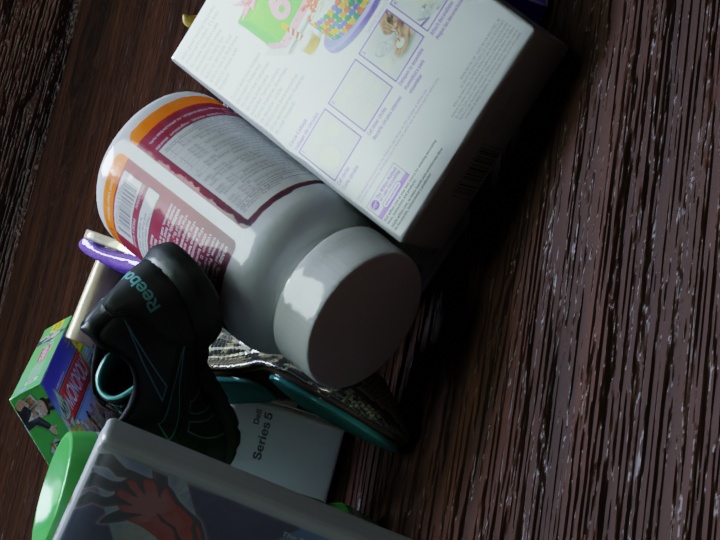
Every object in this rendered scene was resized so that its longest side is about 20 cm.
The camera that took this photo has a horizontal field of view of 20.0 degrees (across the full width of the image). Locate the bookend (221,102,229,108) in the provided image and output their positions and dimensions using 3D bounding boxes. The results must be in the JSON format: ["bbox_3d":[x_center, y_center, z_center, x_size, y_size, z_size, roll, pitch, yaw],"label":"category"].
[{"bbox_3d":[-0.064,-0.061,1.559,0.199,0.091,0.202,-131,59,-71],"label":"bookend"}]

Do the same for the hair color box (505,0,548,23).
[{"bbox_3d":[0.068,-0.203,1.320,0.201,0.064,0.110,-87,21,-46],"label":"hair color box"}]

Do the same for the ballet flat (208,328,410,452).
[{"bbox_3d":[-0.044,0.056,1.278,0.199,0.068,0.076,10,70,38],"label":"ballet flat"}]

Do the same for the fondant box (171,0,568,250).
[{"bbox_3d":[0.003,-0.128,1.205,0.145,0.200,0.058,-57,-24,12],"label":"fondant box"}]

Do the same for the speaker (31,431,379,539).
[{"bbox_3d":[-0.089,0.158,1.207,0.088,0.198,0.089,-162,90,-74],"label":"speaker"}]

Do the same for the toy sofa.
[{"bbox_3d":[-0.132,0.040,1.507,0.199,0.097,0.084,17,84,39],"label":"toy sofa"}]

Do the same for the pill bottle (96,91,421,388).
[{"bbox_3d":[-0.062,-0.019,1.230,0.200,0.109,0.110,37,112,35],"label":"pill bottle"}]

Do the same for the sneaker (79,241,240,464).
[{"bbox_3d":[-0.125,0.068,1.224,0.075,0.079,0.201,38,150,32],"label":"sneaker"}]

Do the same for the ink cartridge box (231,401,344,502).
[{"bbox_3d":[-0.092,0.168,1.418,0.200,0.083,0.147,163,124,-72],"label":"ink cartridge box"}]

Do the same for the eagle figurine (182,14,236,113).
[{"bbox_3d":[-0.055,-0.150,1.372,0.152,0.149,0.202,115,139,-76],"label":"eagle figurine"}]

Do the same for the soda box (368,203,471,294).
[{"bbox_3d":[0.000,0.000,1.321,0.064,0.068,0.201,-88,21,-45],"label":"soda box"}]

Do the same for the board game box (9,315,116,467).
[{"bbox_3d":[-0.206,0.120,1.535,0.029,0.135,0.200,-28,12,5],"label":"board game box"}]

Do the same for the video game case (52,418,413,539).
[{"bbox_3d":[-0.082,0.191,1.150,0.023,0.198,0.183,-80,15,-59],"label":"video game case"}]
